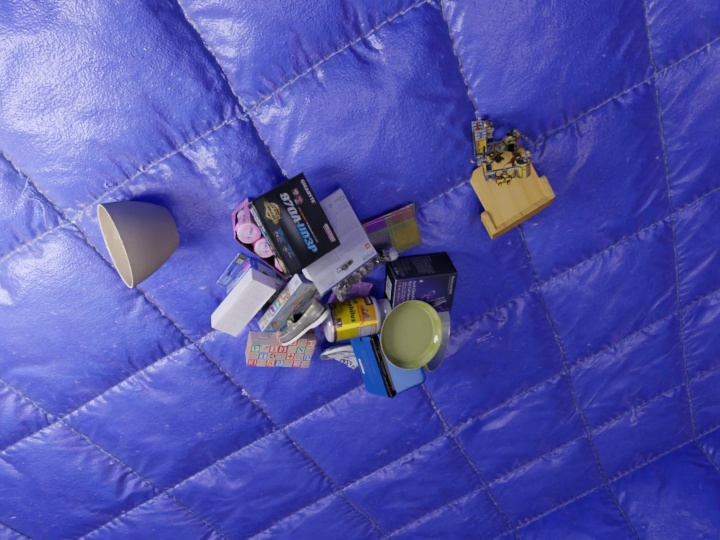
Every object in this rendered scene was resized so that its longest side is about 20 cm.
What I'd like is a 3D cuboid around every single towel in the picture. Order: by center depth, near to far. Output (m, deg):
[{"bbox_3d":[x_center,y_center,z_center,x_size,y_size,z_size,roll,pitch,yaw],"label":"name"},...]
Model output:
[{"bbox_3d":[0.074,-0.100,1.696,0.195,0.023,0.146,-21,131,0],"label":"towel"}]

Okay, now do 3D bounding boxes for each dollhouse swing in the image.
[{"bbox_3d":[0.414,-0.222,1.702,0.197,0.179,0.182,-31,171,8],"label":"dollhouse swing"}]

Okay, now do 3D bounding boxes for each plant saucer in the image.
[{"bbox_3d":[0.144,0.184,1.751,0.194,0.031,0.206,-3,100,-17],"label":"plant saucer"}]

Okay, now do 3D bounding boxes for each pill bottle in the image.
[{"bbox_3d":[-0.009,0.137,1.756,0.194,0.110,0.111,-9,130,-13],"label":"pill bottle"}]

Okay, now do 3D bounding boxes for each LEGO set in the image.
[{"bbox_3d":[0.351,-0.318,1.520,0.149,0.203,0.118,-5,130,13],"label":"LEGO set"}]

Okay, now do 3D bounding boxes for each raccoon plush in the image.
[{"bbox_3d":[0.000,0.000,1.646,0.196,0.136,0.097,-19,129,27],"label":"raccoon plush"}]

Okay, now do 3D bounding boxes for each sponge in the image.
[{"bbox_3d":[-0.047,0.102,1.808,0.109,0.030,0.203,9,122,-25],"label":"sponge"}]

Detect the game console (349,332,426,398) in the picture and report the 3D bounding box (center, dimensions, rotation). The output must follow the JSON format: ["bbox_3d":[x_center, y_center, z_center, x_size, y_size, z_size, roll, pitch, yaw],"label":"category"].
[{"bbox_3d":[0.082,0.268,1.834,0.117,0.168,0.205,-28,106,-37],"label":"game console"}]

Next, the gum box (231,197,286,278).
[{"bbox_3d":[-0.243,-0.085,1.546,0.066,0.115,0.199,-38,128,15],"label":"gum box"}]

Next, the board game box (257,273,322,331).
[{"bbox_3d":[-0.187,0.095,1.719,0.201,0.034,0.133,-49,150,22],"label":"board game box"}]

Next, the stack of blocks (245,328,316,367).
[{"bbox_3d":[-0.241,0.229,1.824,0.195,0.059,0.117,4,125,-20],"label":"stack of blocks"}]

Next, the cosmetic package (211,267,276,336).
[{"bbox_3d":[-0.320,0.088,1.646,0.082,0.051,0.200,26,119,-36],"label":"cosmetic package"}]

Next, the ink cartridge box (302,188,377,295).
[{"bbox_3d":[-0.081,-0.073,1.551,0.198,0.040,0.203,-34,99,-21],"label":"ink cartridge box"}]

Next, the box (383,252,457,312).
[{"bbox_3d":[0.175,0.043,1.784,0.194,0.105,0.151,-7,128,-12],"label":"box"}]

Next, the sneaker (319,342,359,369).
[{"bbox_3d":[-0.032,0.271,1.890,0.194,0.077,0.088,-6,90,-11],"label":"sneaker"}]

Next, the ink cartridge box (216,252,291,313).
[{"bbox_3d":[-0.287,0.043,1.682,0.198,0.042,0.120,32,112,-32],"label":"ink cartridge box"}]

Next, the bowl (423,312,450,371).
[{"bbox_3d":[0.198,0.206,1.900,0.105,0.202,0.203,10,138,29],"label":"bowl"}]

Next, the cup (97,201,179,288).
[{"bbox_3d":[-0.516,-0.080,1.434,0.141,0.200,0.204,-23,135,-30],"label":"cup"}]

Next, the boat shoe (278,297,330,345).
[{"bbox_3d":[-0.169,0.145,1.707,0.200,0.072,0.060,-36,104,32],"label":"boat shoe"}]

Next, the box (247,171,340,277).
[{"bbox_3d":[-0.160,-0.111,1.472,0.157,0.046,0.204,-32,99,-22],"label":"box"}]
